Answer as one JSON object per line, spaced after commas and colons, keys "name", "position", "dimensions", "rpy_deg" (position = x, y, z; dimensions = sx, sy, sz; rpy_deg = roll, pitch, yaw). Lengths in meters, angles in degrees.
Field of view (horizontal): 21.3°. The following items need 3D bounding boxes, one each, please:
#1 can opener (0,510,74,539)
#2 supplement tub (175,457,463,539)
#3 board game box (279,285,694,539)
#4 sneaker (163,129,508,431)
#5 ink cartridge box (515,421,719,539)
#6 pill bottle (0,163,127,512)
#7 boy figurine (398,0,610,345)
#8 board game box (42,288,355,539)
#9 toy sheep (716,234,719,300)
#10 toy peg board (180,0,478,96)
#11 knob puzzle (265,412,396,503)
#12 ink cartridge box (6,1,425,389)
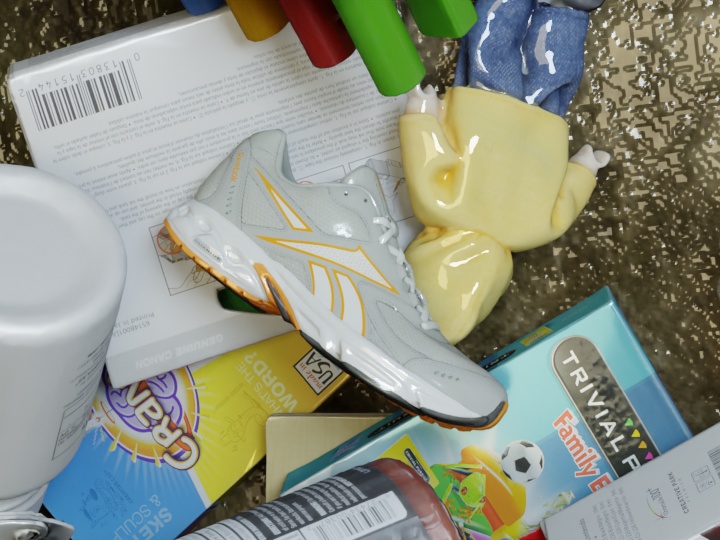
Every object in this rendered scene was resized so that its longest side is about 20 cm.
{"name": "can opener", "position": [-0.203, 0.186, 1.019], "dimensions": [0.200, 0.053, 0.067], "rpy_deg": [-52, 39, 47]}
{"name": "supplement tub", "position": [-0.051, 0.169, 0.897], "dimensions": [0.199, 0.107, 0.108], "rpy_deg": [-20, 89, -23]}
{"name": "board game box", "position": [0.082, 0.125, 0.996], "dimensions": [0.199, 0.047, 0.151], "rpy_deg": [-31, 95, 8]}
{"name": "sneaker", "position": [0.000, 0.000, 0.952], "dimensions": [0.200, 0.076, 0.092], "rpy_deg": [35, 86, 13]}
{"name": "ink cartridge box", "position": [0.175, 0.197, 0.943], "dimensions": [0.175, 0.084, 0.201], "rpy_deg": [-30, 110, 9]}
{"name": "pill bottle", "position": [-0.191, 0.052, 0.981], "dimensions": [0.114, 0.114, 0.201], "rpy_deg": [33, 136, 10]}
{"name": "boy figurine", "position": [0.072, -0.057, 0.994], "dimensions": [0.124, 0.064, 0.201], "rpy_deg": [11, 96, -26]}
{"name": "board game box", "position": [-0.111, 0.058, 1.076], "dimensions": [0.200, 0.040, 0.153], "rpy_deg": [-44, 83, 14]}
{"name": "toy sheep", "position": [0.241, 0.017, 0.931], "dimensions": [0.137, 0.138, 0.201], "rpy_deg": [-18, 79, 16]}
{"name": "toy peg board", "position": [-0.004, -0.179, 0.952], "dimensions": [0.199, 0.200, 0.098], "rpy_deg": [14, 143, 46]}
{"name": "knob puzzle", "position": [0.040, 0.175, 1.046], "dimensions": [0.218, 0.030, 0.221], "rpy_deg": [1, 98, 4]}
{"name": "ink cartridge box", "position": [-0.067, -0.052, 1.019], "dimensions": [0.199, 0.045, 0.177], "rpy_deg": [-18, 106, -5]}
